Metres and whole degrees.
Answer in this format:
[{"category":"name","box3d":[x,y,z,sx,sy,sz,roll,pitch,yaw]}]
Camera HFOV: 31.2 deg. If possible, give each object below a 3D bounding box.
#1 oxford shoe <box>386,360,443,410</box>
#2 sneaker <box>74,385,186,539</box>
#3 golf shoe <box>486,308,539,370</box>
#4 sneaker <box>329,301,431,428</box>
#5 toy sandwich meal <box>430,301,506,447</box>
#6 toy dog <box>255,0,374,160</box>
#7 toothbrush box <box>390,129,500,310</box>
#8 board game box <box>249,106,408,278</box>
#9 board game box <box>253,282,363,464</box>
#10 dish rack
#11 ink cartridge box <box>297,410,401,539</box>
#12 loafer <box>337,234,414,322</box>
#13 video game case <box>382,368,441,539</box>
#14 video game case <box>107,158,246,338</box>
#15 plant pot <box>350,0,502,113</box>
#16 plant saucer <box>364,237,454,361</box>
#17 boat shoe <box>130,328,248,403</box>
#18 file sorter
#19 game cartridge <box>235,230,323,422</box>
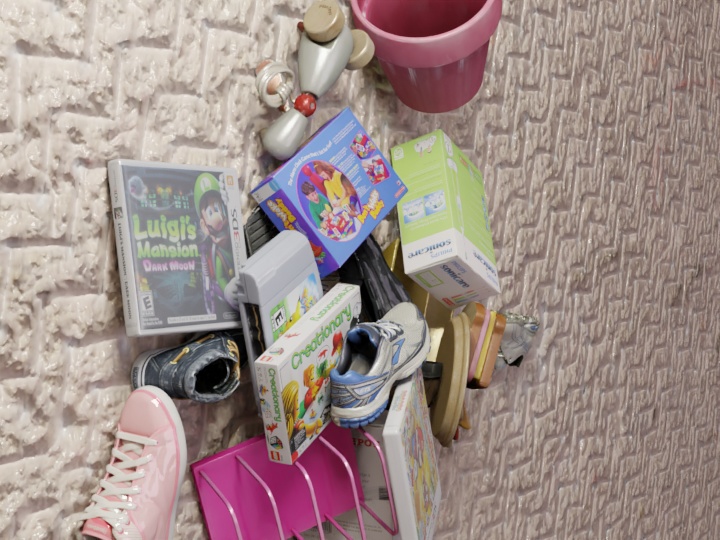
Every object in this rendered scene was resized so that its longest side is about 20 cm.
[{"category":"oxford shoe","box3d":[0.053,0.165,1.709,0.199,0.072,0.086,4,93,-58]},{"category":"sneaker","box3d":[-0.239,0.226,1.332,0.104,0.074,0.203,-10,107,-62]},{"category":"golf shoe","box3d":[0.230,0.114,2.076,0.199,0.078,0.099,13,89,-57]},{"category":"sneaker","box3d":[0.023,0.092,1.511,0.201,0.076,0.086,-55,139,-45]},{"category":"toy sandwich meal","box3d":[0.147,0.146,1.782,0.205,0.069,0.208,-171,-90,-85]},{"category":"toy dog","box3d":[-0.074,-0.238,1.554,0.200,0.096,0.133,-46,135,-26]},{"category":"toothbrush box","box3d":[0.118,-0.070,1.799,0.145,0.085,0.202,37,40,-53]},{"category":"board game box","box3d":[-0.034,-0.098,1.588,0.135,0.045,0.200,53,41,-10]},{"category":"board game box","box3d":[-0.052,0.115,1.485,0.200,0.034,0.128,-44,133,-52]},{"category":"dish rack","box3d":[-0.078,0.001,1.585,0.153,0.054,0.202,-41,127,-50]},{"category":"ink cartridge box","box3d":[-0.004,0.279,1.648,0.084,0.144,0.203,-17,109,-60]},{"category":"loafer","box3d":[0.000,0.000,1.677,0.070,0.068,0.202,-36,109,-12]},{"category":"video game case","box3d":[0.065,0.234,1.547,0.182,0.023,0.202,-67,149,-64]},{"category":"video game case","box3d":[-0.190,-0.024,1.398,0.199,0.023,0.184,-2,84,-58]},{"category":"plant pot","box3d":[0.093,-0.316,1.714,0.180,0.198,0.202,75,34,-55]},{"category":"plant saucer","box3d":[0.061,0.075,1.822,0.200,0.048,0.203,30,69,-55]},{"category":"boat shoe","box3d":[-0.157,0.106,1.435,0.200,0.090,0.072,-22,112,-55]},{"category":"file sorter","box3d":[-0.071,0.269,1.483,0.198,0.125,0.141,-20,114,-21]},{"category":"game cartridge","box3d":[-0.085,0.064,1.485,0.133,0.040,0.202,-48,136,-54]}]
